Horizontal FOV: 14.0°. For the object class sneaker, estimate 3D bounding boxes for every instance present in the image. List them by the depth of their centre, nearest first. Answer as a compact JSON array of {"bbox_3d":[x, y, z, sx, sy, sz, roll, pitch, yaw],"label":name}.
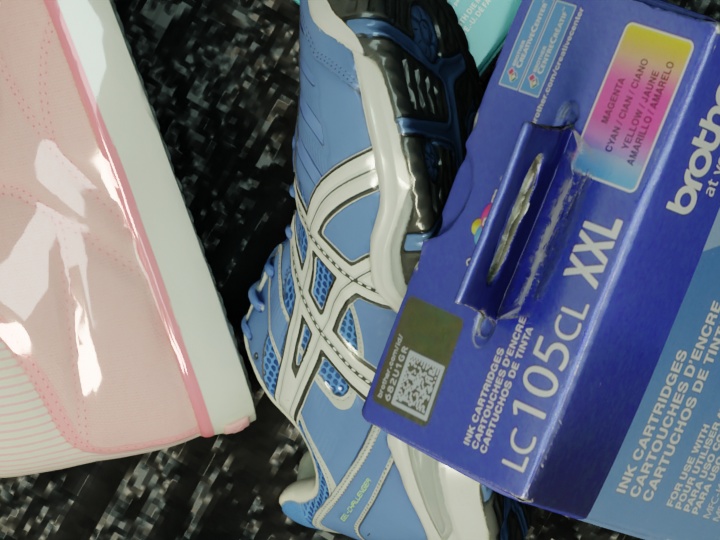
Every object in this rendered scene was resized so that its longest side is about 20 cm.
[{"bbox_3d":[0.000,0.000,0.849,0.077,0.076,0.200,0,115,20],"label":"sneaker"},{"bbox_3d":[-0.110,-0.032,0.876,0.105,0.075,0.200,-19,94,-1],"label":"sneaker"}]

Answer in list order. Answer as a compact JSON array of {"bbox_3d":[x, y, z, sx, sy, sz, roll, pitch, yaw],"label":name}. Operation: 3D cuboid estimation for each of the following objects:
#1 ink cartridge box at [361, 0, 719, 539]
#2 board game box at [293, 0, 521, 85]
[{"bbox_3d":[0.090,0.005,0.808,0.200,0.076,0.137,19,94,-41],"label":"ink cartridge box"},{"bbox_3d":[-0.006,-0.164,0.881,0.200,0.047,0.151,38,94,2],"label":"board game box"}]
